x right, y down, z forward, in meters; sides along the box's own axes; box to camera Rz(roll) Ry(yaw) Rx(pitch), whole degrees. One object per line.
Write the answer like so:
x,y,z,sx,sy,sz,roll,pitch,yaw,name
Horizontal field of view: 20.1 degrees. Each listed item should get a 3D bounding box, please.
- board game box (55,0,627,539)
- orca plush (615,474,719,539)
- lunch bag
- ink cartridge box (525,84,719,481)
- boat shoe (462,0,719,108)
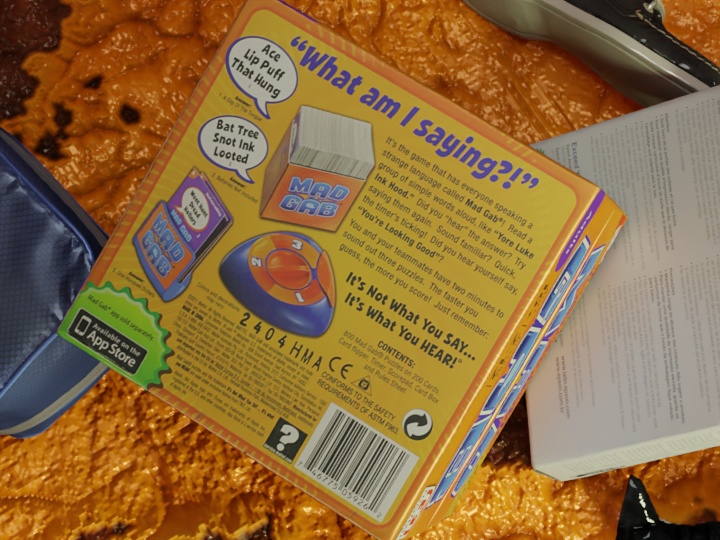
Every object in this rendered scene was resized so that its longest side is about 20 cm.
0.000,0.000,1.068,0.200,0.200,0.200,31,94,11,board game box
0.243,0.146,1.114,0.199,0.071,0.106,18,70,6,orca plush
-0.224,-0.006,1.137,0.136,0.132,0.200,-44,76,0,lunch bag
0.179,0.001,1.133,0.199,0.041,0.201,-17,65,31,ink cartridge box
0.145,-0.154,1.222,0.200,0.074,0.060,32,75,28,boat shoe
